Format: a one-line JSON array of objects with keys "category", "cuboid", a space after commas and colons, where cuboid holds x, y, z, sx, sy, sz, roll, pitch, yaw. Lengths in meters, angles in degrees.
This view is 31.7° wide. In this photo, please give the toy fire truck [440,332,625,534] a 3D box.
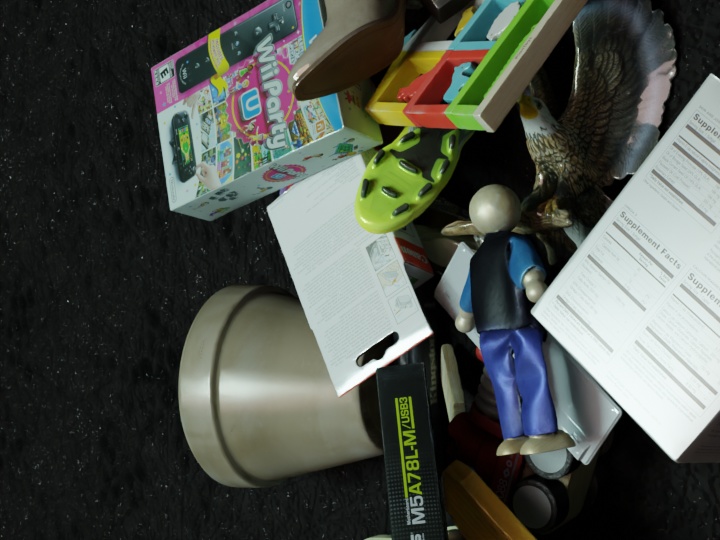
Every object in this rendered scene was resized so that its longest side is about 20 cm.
[{"category": "toy fire truck", "cuboid": [0.125, 0.098, 1.072, 0.199, 0.128, 0.177, 24, 112, 32]}]

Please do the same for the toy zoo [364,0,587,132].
[{"category": "toy zoo", "cuboid": [0.079, -0.170, 1.013, 0.132, 0.020, 0.200, -54, 28, -12]}]

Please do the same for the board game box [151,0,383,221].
[{"category": "board game box", "cuboid": [-0.087, -0.148, 1.118, 0.199, 0.064, 0.148, -22, 70, 31]}]

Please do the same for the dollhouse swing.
[{"category": "dollhouse swing", "cuboid": [0.098, 0.286, 1.008, 0.175, 0.182, 0.200, 31, 163, 17]}]

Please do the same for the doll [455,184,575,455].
[{"category": "doll", "cuboid": [0.109, 0.035, 0.950, 0.136, 0.048, 0.201, 159, 103, -68]}]

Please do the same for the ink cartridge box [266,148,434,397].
[{"category": "ink cartridge box", "cuboid": [0.000, 0.000, 1.086, 0.109, 0.050, 0.201, -35, 59, 24]}]

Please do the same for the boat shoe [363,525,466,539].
[{"category": "boat shoe", "cuboid": [0.052, 0.285, 1.187, 0.202, 0.075, 0.075, -19, 81, 47]}]

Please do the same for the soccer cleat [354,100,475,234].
[{"category": "soccer cleat", "cuboid": [0.055, -0.096, 1.074, 0.064, 0.201, 0.084, 25, 148, 11]}]

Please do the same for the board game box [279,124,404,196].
[{"category": "board game box", "cuboid": [-0.017, -0.110, 1.190, 0.199, 0.039, 0.159, 8, 72, 48]}]

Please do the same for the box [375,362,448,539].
[{"category": "box", "cuboid": [0.048, 0.209, 1.018, 0.201, 0.047, 0.194, 81, -179, -51]}]

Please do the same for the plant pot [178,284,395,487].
[{"category": "plant pot", "cuboid": [-0.046, 0.110, 1.210, 0.173, 0.200, 0.201, -3, 93, 31]}]

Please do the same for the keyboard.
[{"category": "keyboard", "cuboid": [0.125, 0.061, 0.987, 0.200, 0.011, 0.056, 50, 122, 33]}]

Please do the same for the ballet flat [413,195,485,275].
[{"category": "ballet flat", "cuboid": [0.062, -0.032, 1.144, 0.200, 0.072, 0.073, 21, 110, 44]}]

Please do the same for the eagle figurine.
[{"category": "eagle figurine", "cuboid": [0.161, -0.117, 1.009, 0.151, 0.151, 0.201, 15, 70, 6]}]

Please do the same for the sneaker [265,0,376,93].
[{"category": "sneaker", "cuboid": [-0.053, -0.198, 1.178, 0.075, 0.105, 0.200, -36, 33, 2]}]

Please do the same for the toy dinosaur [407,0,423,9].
[{"category": "toy dinosaur", "cuboid": [0.039, -0.281, 1.152, 0.200, 0.077, 0.103, 31, 128, 36]}]

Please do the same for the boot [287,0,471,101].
[{"category": "boot", "cuboid": [-0.008, -0.241, 1.039, 0.147, 0.199, 0.070, 54, 164, 18]}]

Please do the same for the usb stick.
[{"category": "usb stick", "cuboid": [0.054, 0.098, 1.176, 0.032, 0.055, 0.201, -2, 91, 38]}]

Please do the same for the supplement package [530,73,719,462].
[{"category": "supplement package", "cuboid": [0.254, 0.005, 0.853, 0.151, 0.151, 0.200, 48, 113, 33]}]
